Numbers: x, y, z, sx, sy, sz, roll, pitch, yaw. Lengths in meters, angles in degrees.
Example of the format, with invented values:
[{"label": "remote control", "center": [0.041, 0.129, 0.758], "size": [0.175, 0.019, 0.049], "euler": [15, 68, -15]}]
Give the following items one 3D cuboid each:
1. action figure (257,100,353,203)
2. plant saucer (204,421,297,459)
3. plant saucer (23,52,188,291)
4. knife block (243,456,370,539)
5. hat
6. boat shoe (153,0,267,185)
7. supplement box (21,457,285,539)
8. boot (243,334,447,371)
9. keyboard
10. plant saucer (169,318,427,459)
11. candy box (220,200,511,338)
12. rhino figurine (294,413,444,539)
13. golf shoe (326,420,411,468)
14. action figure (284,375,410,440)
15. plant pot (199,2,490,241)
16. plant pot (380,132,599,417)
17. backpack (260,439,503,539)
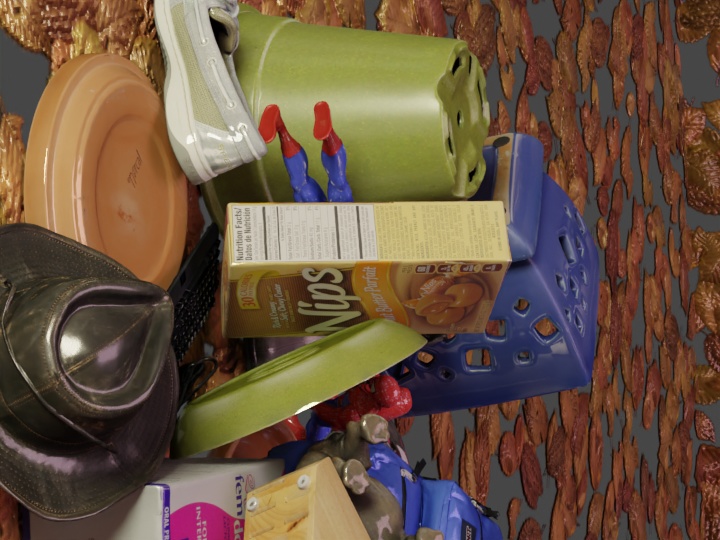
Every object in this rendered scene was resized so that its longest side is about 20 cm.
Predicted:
[{"label": "action figure", "center": [-0.024, -0.044, 1.427], "size": [0.200, 0.065, 0.052], "euler": [65, 22, -53]}, {"label": "plant saucer", "center": [-0.087, 0.210, 1.482], "size": [0.200, 0.037, 0.200], "euler": [-2, 90, -69]}, {"label": "plant saucer", "center": [-0.163, -0.047, 1.300], "size": [0.200, 0.032, 0.201], "euler": [-2, 90, -70]}, {"label": "knife block", "center": [0.000, 0.247, 1.267], "size": [0.176, 0.064, 0.200], "euler": [36, 42, -38]}, {"label": "hat", "center": [-0.160, 0.044, 1.138], "size": [0.201, 0.081, 0.201], "euler": [29, 47, -35]}, {"label": "boat shoe", "center": [-0.105, -0.152, 1.377], "size": [0.074, 0.065, 0.202], "euler": [64, 16, -51]}, {"label": "supplement box", "center": [-0.130, 0.181, 1.278], "size": [0.200, 0.103, 0.101], "euler": [-1, 89, -71]}, {"label": "boot", "center": [-0.008, 0.046, 1.569], "size": [0.200, 0.131, 0.068], "euler": [-19, 106, -69]}, {"label": "keyboard", "center": [-0.120, 0.050, 1.350], "size": [0.200, 0.040, 0.104], "euler": [-65, 168, -62]}, {"label": "plant saucer", "center": [-0.050, 0.078, 1.362], "size": [0.031, 0.200, 0.200], "euler": [65, 23, -2]}, {"label": "candy box", "center": [0.000, 0.000, 1.402], "size": [0.115, 0.200, 0.055], "euler": [102, -16, -60]}, {"label": "rhino figurine", "center": [0.017, 0.200, 1.317], "size": [0.060, 0.087, 0.200], "euler": [-25, 90, -35]}, {"label": "golf shoe", "center": [0.026, 0.196, 1.737], "size": [0.088, 0.077, 0.200], "euler": [-79, 159, -52]}, {"label": "action figure", "center": [-0.010, 0.104, 1.507], "size": [0.200, 0.065, 0.052], "euler": [-20, -93, 68]}, {"label": "plant pot", "center": [-0.004, -0.115, 1.505], "size": [0.200, 0.190, 0.200], "euler": [-2, 90, -70]}, {"label": "plant pot", "center": [0.097, -0.005, 1.747], "size": [0.200, 0.200, 0.180], "euler": [-79, 152, -51]}, {"label": "backpack", "center": [0.007, 0.208, 1.455], "size": [0.200, 0.168, 0.163], "euler": [45, 41, -52]}]
